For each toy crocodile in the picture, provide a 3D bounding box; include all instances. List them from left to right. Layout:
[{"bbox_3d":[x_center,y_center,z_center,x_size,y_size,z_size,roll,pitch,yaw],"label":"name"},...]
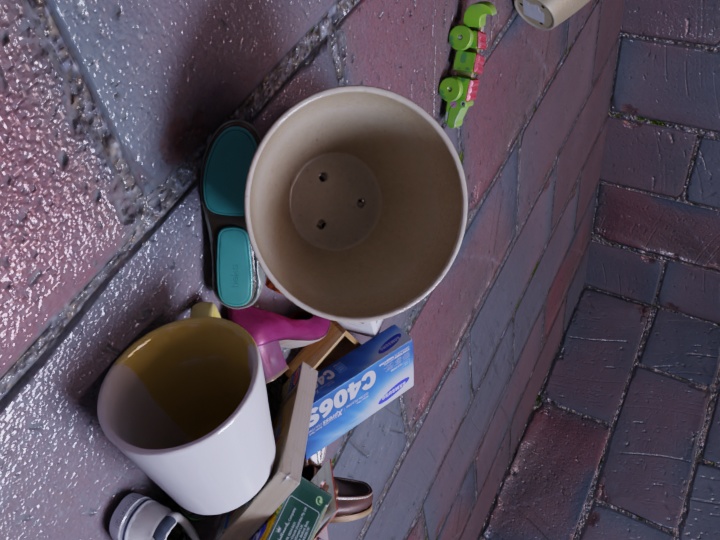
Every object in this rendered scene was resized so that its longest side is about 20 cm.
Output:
[{"bbox_3d":[0.175,-0.333,1.150,0.067,0.061,0.204,-23,126,-59],"label":"toy crocodile"}]

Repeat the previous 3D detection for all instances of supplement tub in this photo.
[{"bbox_3d":[-0.038,-0.067,0.806,0.122,0.121,0.204,6,100,-65],"label":"supplement tub"}]

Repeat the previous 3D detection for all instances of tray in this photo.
[{"bbox_3d":[-0.032,0.143,1.028,0.099,0.037,0.200,-47,151,-4],"label":"tray"}]

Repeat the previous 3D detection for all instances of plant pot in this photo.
[{"bbox_3d":[0.382,-0.564,1.331,0.201,0.186,0.187,-54,153,-4],"label":"plant pot"}]

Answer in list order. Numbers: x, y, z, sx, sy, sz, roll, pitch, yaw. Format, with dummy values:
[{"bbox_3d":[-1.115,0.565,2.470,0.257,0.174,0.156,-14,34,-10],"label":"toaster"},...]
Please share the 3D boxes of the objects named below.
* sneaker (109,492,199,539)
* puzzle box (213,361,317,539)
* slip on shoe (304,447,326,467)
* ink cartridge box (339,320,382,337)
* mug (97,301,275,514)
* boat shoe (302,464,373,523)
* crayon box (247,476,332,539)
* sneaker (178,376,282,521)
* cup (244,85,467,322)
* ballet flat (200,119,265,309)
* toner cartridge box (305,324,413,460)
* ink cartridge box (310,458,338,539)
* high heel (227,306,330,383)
[{"bbox_3d":[-0.204,0.309,0.763,0.074,0.070,0.201,-58,155,-28],"label":"sneaker"},{"bbox_3d":[-0.103,0.206,0.793,0.133,0.025,0.201,-50,-166,20],"label":"puzzle box"},{"bbox_3d":[-0.089,0.286,1.014,0.075,0.060,0.204,-6,98,-28],"label":"slip on shoe"},{"bbox_3d":[0.000,0.000,0.942,0.201,0.067,0.118,76,30,-66],"label":"ink cartridge box"},{"bbox_3d":[-0.140,0.139,0.683,0.187,0.147,0.155,-55,147,-37],"label":"mug"},{"bbox_3d":[-0.068,0.299,0.951,0.197,0.070,0.072,5,96,-29],"label":"boat shoe"},{"bbox_3d":[-0.114,0.297,0.783,0.200,0.051,0.127,-34,-155,59],"label":"crayon box"},{"bbox_3d":[-0.156,0.187,0.807,0.085,0.077,0.202,-45,-165,54],"label":"sneaker"},{"bbox_3d":[-0.015,-0.064,0.674,0.143,0.197,0.204,-150,-104,-76],"label":"cup"},{"bbox_3d":[-0.125,-0.059,0.718,0.064,0.066,0.203,-84,180,-64],"label":"ballet flat"},{"bbox_3d":[-0.012,0.165,0.974,0.198,0.043,0.096,-30,135,-28],"label":"toner cartridge box"},{"bbox_3d":[-0.072,0.324,0.792,0.201,0.050,0.109,-53,-166,8],"label":"ink cartridge box"},{"bbox_3d":[-0.093,0.054,0.860,0.098,0.066,0.200,68,19,-10],"label":"high heel"}]
